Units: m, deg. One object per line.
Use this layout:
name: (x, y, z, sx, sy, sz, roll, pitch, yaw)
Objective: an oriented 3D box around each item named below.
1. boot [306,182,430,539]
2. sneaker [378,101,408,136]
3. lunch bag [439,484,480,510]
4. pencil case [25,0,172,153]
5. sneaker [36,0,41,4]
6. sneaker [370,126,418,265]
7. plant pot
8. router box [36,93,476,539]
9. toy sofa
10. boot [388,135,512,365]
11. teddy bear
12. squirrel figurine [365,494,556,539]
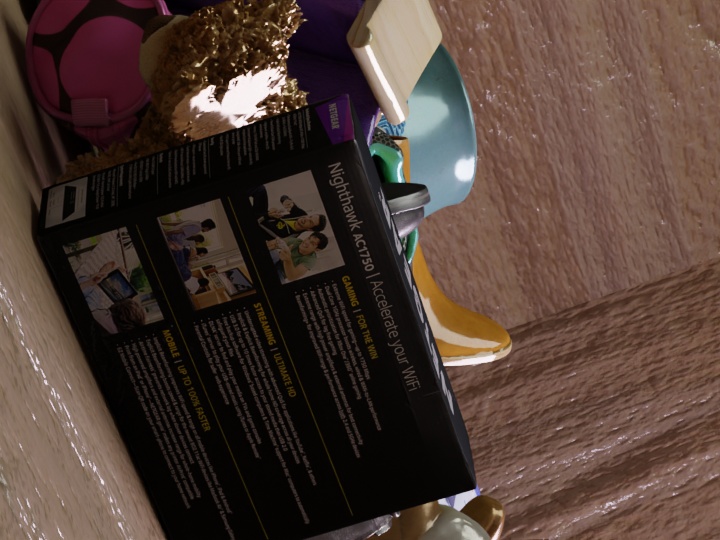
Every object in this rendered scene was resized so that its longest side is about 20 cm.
boot: (-0.020, 0.062, 1.173, 0.069, 0.200, 0.174, 15, -46, 62)
sneaker: (-0.033, -0.072, 1.510, 0.077, 0.200, 0.081, 35, -21, -34)
lunch bag: (0.006, 0.131, 1.537, 0.200, 0.124, 0.170, 45, -19, 59)
pencil case: (-0.119, -0.082, 1.171, 0.200, 0.091, 0.094, 61, 43, -71)
sneaker: (-0.169, -0.223, 1.197, 0.085, 0.074, 0.200, -48, 117, -84)
sneaker: (0.000, 0.000, 1.360, 0.091, 0.078, 0.200, -155, -123, -70)
plant pot: (-0.022, -0.096, 1.660, 0.200, 0.188, 0.200, 167, -90, -70)
router box: (-0.044, 0.034, 1.018, 0.051, 0.149, 0.200, -97, 169, -60)
toy sofa: (-0.064, -0.142, 1.254, 0.200, 0.098, 0.083, 20, -22, 26)
boot: (0.023, -0.016, 1.446, 0.071, 0.201, 0.144, 28, -70, 61)
teddy bear: (-0.084, -0.061, 1.076, 0.067, 0.145, 0.200, 54, -10, 24)
squirrel figurine: (0.008, 0.211, 1.350, 0.187, 0.142, 0.200, -12, -127, 67)
